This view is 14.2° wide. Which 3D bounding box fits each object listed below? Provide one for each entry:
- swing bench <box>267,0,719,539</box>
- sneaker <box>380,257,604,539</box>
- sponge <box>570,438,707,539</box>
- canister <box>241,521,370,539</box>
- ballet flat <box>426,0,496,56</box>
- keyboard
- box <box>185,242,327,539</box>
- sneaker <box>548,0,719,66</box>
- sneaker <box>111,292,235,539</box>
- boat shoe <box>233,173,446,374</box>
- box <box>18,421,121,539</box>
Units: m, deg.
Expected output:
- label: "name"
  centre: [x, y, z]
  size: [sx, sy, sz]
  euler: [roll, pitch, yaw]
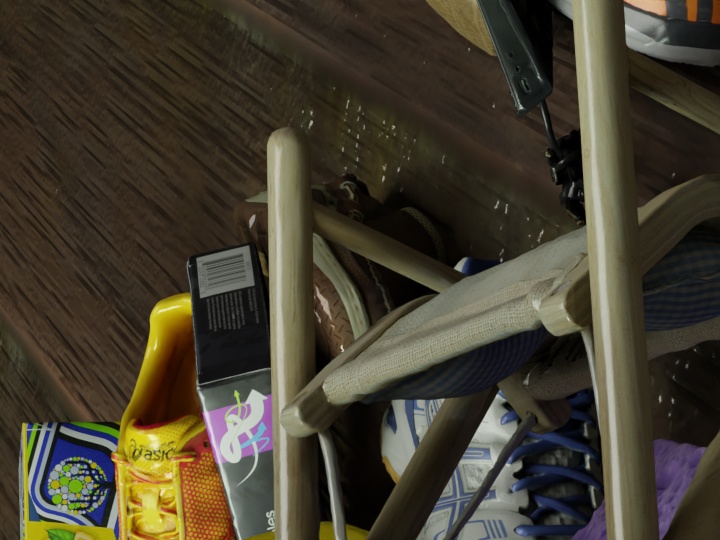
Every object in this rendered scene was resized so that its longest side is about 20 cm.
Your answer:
- label: "swing bench"
  centre: [0.045, 0.045, 0.876]
  size: [0.199, 0.129, 0.201]
  euler: [-21, 49, 56]
- label: "sneaker"
  centre: [0.054, 0.067, 1.040]
  size: [0.200, 0.075, 0.089]
  euler: [-119, 39, -56]
- label: "sponge"
  centre: [0.107, 0.108, 0.867]
  size: [0.112, 0.030, 0.200]
  euler: [-50, 16, -12]
- label: "canister"
  centre: [-0.009, 0.208, 1.030]
  size: [0.149, 0.086, 0.201]
  euler: [-119, 23, -45]
- label: "ballet flat"
  centre: [0.024, -0.180, 1.177]
  size: [0.068, 0.072, 0.201]
  euler: [104, 164, -72]
- label: "keyboard"
  centre: [0.061, -0.085, 1.032]
  size: [0.200, 0.020, 0.128]
  euler: [-72, -38, -76]
- label: "box"
  centre: [-0.030, 0.106, 1.173]
  size: [0.143, 0.036, 0.201]
  euler: [-105, 2, -69]
- label: "sneaker"
  centre: [0.096, -0.158, 0.972]
  size: [0.200, 0.077, 0.112]
  euler: [-111, 32, -51]
- label: "sneaker"
  centre: [-0.085, 0.106, 1.249]
  size: [0.073, 0.077, 0.201]
  euler: [-7, 66, 26]
- label: "boat shoe"
  centre: [-0.002, -0.006, 1.200]
  size: [0.202, 0.074, 0.075]
  euler: [-130, 24, -71]
- label: "box"
  centre: [-0.128, 0.176, 1.369]
  size: [0.070, 0.064, 0.201]
  euler: [109, 158, -65]
